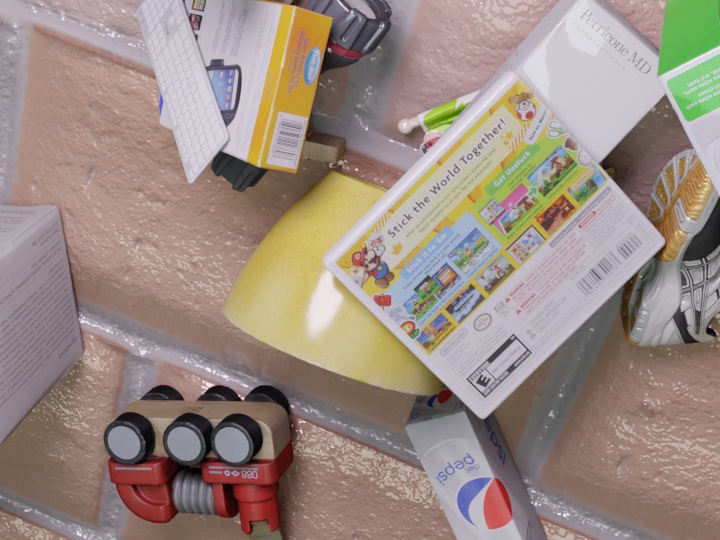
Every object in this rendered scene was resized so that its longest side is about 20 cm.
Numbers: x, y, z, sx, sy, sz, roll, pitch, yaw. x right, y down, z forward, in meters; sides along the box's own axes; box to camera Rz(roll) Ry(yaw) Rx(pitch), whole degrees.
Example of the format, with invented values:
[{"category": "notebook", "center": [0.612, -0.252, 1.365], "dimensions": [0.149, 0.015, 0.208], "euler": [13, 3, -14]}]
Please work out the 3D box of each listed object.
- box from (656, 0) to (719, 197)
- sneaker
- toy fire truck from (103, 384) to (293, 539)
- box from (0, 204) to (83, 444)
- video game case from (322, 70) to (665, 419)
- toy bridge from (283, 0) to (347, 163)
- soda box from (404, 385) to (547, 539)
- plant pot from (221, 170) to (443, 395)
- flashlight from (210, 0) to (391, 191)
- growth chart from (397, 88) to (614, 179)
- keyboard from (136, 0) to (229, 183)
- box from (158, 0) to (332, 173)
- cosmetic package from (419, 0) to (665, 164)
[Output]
[{"category": "box", "center": [0.293, -0.112, 0.810], "dimensions": [0.096, 0.200, 0.177], "euler": [-25, 108, 26]}, {"category": "sneaker", "center": [0.273, -0.017, 0.929], "dimensions": [0.087, 0.076, 0.201], "euler": [5, 138, -2]}, {"category": "toy fire truck", "center": [-0.146, 0.220, 1.161], "dimensions": [0.174, 0.129, 0.202], "euler": [-2, 105, 17]}, {"category": "box", "center": [-0.398, 0.046, 1.089], "dimensions": [0.197, 0.200, 0.173], "euler": [3, 115, 14]}, {"category": "video game case", "center": [0.102, -0.015, 0.877], "dimensions": [0.200, 0.023, 0.182], "euler": [-44, 106, 6]}, {"category": "toy bridge", "center": [-0.039, -0.185, 0.969], "dimensions": [0.067, 0.027, 0.202], "euler": [14, 119, 12]}, {"category": "soda box", "center": [0.113, 0.204, 1.094], "dimensions": [0.063, 0.068, 0.201], "euler": [-17, 109, 23]}, {"category": "plant pot", "center": [0.000, 0.000, 0.973], "dimensions": [0.198, 0.200, 0.143], "euler": [21, 97, 5]}, {"category": "flashlight", "center": [-0.054, -0.147, 0.938], "dimensions": [0.068, 0.068, 0.200], "euler": [42, 121, 3]}, {"category": "growth chart", "center": [0.140, -0.071, 0.980], "dimensions": [0.144, 0.018, 0.201], "euler": [-24, 108, 24]}, {"category": "keyboard", "center": [-0.147, -0.163, 0.942], "dimensions": [0.011, 0.201, 0.056], "euler": [7, 138, -37]}, {"category": "box", "center": [-0.101, -0.157, 0.922], "dimensions": [0.041, 0.200, 0.120], "euler": [7, 102, -35]}, {"category": "cosmetic package", "center": [0.141, -0.115, 0.906], "dimensions": [0.101, 0.074, 0.200], "euler": [37, 112, -10]}]
